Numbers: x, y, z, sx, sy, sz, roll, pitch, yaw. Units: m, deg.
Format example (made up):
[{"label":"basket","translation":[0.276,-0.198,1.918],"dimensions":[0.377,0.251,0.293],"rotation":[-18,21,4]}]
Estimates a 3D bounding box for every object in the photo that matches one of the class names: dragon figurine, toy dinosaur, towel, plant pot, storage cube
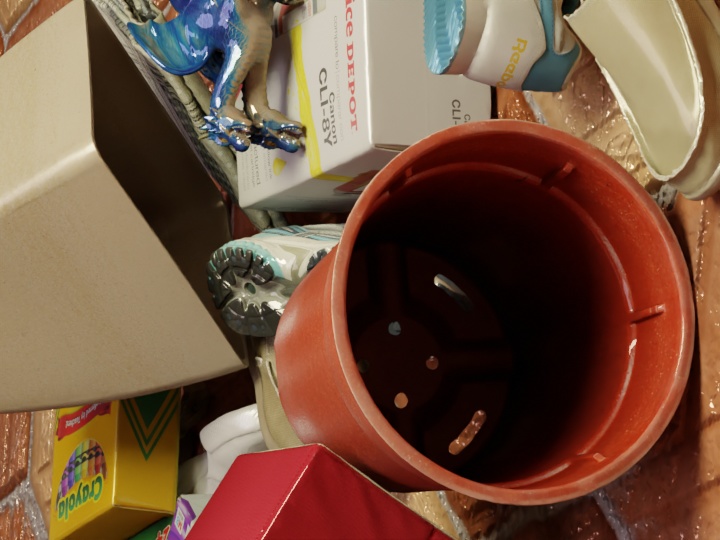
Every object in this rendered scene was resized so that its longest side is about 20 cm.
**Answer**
[{"label":"dragon figurine","translation":[-0.100,-0.151,1.702],"dimensions":[0.200,0.059,0.099],"rotation":[42,110,30]},{"label":"toy dinosaur","translation":[-0.130,0.016,2.011],"dimensions":[0.101,0.058,0.200],"rotation":[17,113,47]},{"label":"towel","translation":[-0.122,-0.117,1.858],"dimensions":[0.200,0.035,0.193],"rotation":[59,177,-28]},{"label":"plant pot","translation":[-0.203,-0.022,1.809],"dimensions":[0.200,0.177,0.200],"rotation":[57,-168,-33]},{"label":"plant pot","translation":[0.050,0.038,1.502],"dimensions":[0.195,0.201,0.201],"rotation":[149,119,-69]},{"label":"storage cube","translation":[-0.029,0.218,1.557],"dimensions":[0.180,0.171,0.200],"rotation":[-58,11,-14]}]

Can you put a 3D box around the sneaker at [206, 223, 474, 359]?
[{"label":"sneaker","translation":[0.000,0.000,1.710],"dimensions":[0.200,0.086,0.078],"rotation":[12,122,40]}]

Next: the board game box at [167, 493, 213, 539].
[{"label":"board game box","translation":[-0.080,0.256,1.830],"dimensions":[0.103,0.105,0.200],"rotation":[57,138,47]}]

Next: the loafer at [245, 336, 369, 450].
[{"label":"loafer","translation":[-0.032,0.063,1.770],"dimensions":[0.200,0.076,0.067],"rotation":[-122,35,-47]}]

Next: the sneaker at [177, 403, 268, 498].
[{"label":"sneaker","translation":[-0.072,0.148,1.872],"dimensions":[0.089,0.075,0.200],"rotation":[68,154,17]}]

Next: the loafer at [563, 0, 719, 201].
[{"label":"loafer","translation":[0.144,-0.127,1.433],"dimensions":[0.076,0.068,0.200],"rotation":[-50,47,52]}]

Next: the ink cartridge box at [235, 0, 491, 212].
[{"label":"ink cartridge box","translation":[-0.003,-0.124,1.710],"dimensions":[0.200,0.083,0.145],"rotation":[-20,71,62]}]

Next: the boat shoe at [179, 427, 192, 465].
[{"label":"boat shoe","translation":[-0.195,0.141,2.099],"dimensions":[0.200,0.068,0.072],"rotation":[-40,56,58]}]

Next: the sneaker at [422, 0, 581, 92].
[{"label":"sneaker","translation":[0.082,-0.173,1.559],"dimensions":[0.077,0.081,0.200],"rotation":[118,162,-45]}]

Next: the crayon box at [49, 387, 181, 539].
[{"label":"crayon box","translation":[-0.171,0.117,1.933],"dimensions":[0.127,0.051,0.200],"rotation":[-35,50,57]}]
